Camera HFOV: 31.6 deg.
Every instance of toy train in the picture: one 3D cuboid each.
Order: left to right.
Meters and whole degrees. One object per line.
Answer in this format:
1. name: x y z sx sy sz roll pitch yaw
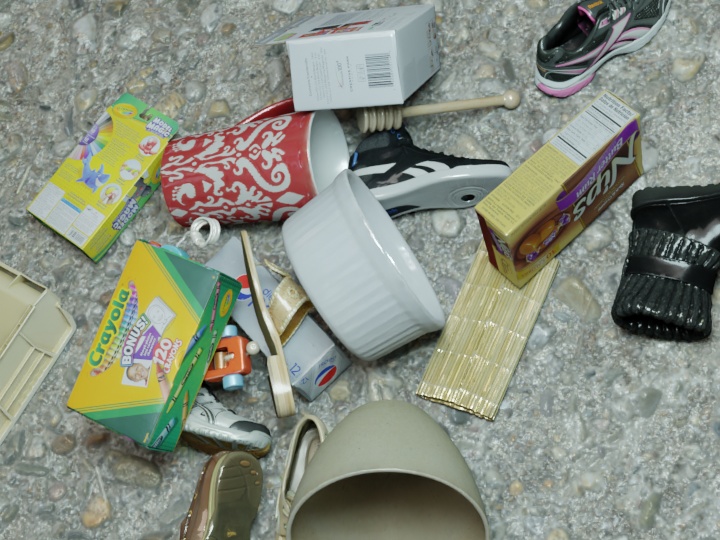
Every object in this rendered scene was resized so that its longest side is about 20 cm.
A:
1. toy train: -0.182 0.050 1.437 0.149 0.056 0.202 -19 70 18

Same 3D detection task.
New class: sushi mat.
1. sushi mat: 0.141 0.062 1.401 0.095 0.012 0.201 17 71 26

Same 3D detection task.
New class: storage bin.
1. storage bin: -0.483 0.084 1.549 0.199 0.094 0.199 25 75 27

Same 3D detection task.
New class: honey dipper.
1. honey dipper: 0.095 -0.188 1.485 0.198 0.038 0.038 -7 60 -14

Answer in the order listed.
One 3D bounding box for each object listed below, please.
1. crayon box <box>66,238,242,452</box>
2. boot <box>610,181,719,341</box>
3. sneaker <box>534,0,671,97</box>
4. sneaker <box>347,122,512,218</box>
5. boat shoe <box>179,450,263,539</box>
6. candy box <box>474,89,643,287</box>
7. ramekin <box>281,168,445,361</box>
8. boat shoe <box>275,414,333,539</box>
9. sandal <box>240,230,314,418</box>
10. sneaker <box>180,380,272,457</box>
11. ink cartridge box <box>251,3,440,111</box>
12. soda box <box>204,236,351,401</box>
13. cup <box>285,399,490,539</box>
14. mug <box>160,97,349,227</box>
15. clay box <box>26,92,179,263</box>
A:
1. crayon box: -0.224 0.081 1.383 0.118 0.058 0.202 20 86 26
2. boot: 0.370 -0.007 1.318 0.209 0.080 0.159 -4 57 28
3. sneaker: 0.283 -0.289 1.478 0.200 0.086 0.080 -45 62 -7
4. sneaker: 0.075 -0.130 1.479 0.198 0.073 0.113 -10 62 14
5. boat shoe: -0.160 0.293 1.366 0.067 0.072 0.202 -4 68 53
6. candy box: 0.219 -0.087 1.378 0.200 0.117 0.056 -40 59 -10
7. ramekin: 0.000 0.000 1.376 0.097 0.200 0.201 -33 60 10
8. boat shoe: -0.060 0.254 1.345 0.071 0.065 0.202 0 66 18
9. sandal: -0.078 0.053 1.381 0.069 0.078 0.214 -10 68 -8
10. sneaker: -0.185 0.151 1.431 0.198 0.076 0.088 12 63 18
11. ink cartridge box: -0.013 -0.251 1.494 0.174 0.200 0.085 -1 109 18
12. soda box: -0.101 0.054 1.454 0.068 0.063 0.200 -44 60 -3
13. cup: 0.028 0.217 1.282 0.198 0.201 0.144 -13 37 12
14. mug: -0.119 -0.122 1.529 0.198 0.178 0.135 -7 107 19
15. clay box: -0.318 -0.121 1.618 0.114 0.048 0.201 32 77 28
